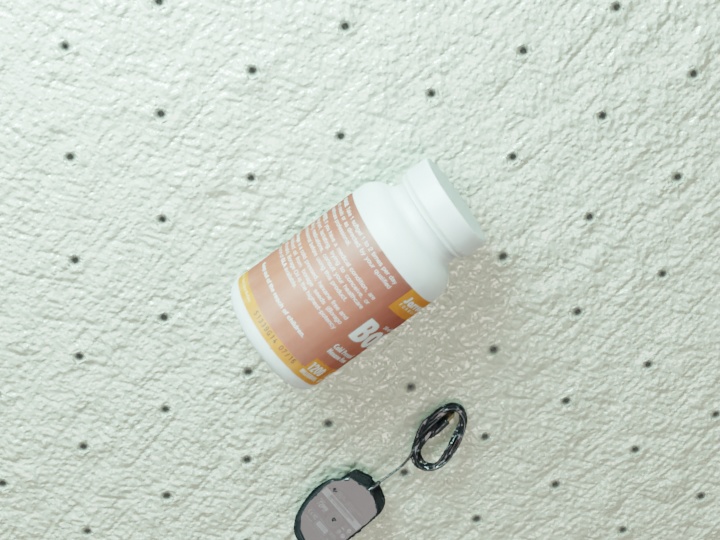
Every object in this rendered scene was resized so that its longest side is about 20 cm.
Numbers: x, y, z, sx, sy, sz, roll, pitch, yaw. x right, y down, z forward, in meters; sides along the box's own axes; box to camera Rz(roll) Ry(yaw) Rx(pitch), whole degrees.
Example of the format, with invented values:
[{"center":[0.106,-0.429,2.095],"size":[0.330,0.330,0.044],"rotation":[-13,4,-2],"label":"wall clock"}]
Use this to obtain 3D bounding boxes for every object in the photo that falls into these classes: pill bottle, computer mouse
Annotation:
[{"center":[0.000,0.000,1.200],"size":[0.199,0.112,0.112],"rotation":[-36,116,12],"label":"pill bottle"},{"center":[0.019,0.189,1.349],"size":[0.200,0.034,0.059],"rotation":[-37,99,6],"label":"computer mouse"}]
